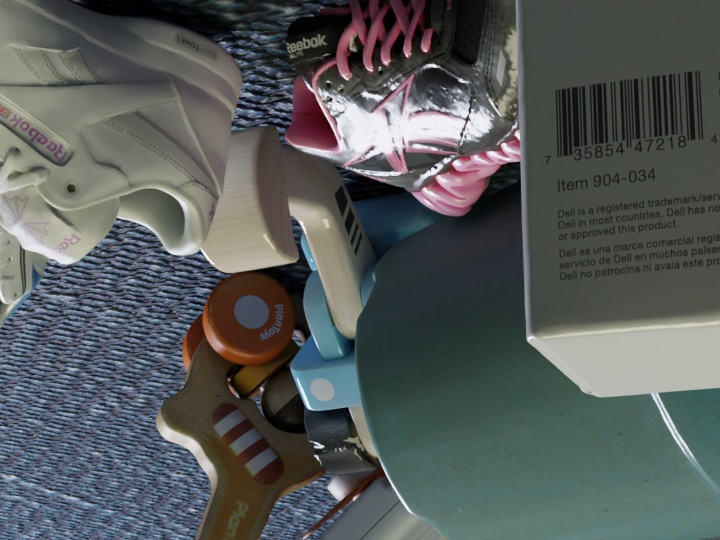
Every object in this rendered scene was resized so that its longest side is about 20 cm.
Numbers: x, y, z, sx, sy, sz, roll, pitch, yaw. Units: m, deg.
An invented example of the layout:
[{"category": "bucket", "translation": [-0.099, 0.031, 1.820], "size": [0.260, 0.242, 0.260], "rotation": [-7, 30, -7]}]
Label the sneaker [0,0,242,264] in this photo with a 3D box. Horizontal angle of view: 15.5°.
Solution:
[{"category": "sneaker", "translation": [-0.131, -0.060, 0.993], "size": [0.199, 0.100, 0.075], "rotation": [14, 160, -31]}]

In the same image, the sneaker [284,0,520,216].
[{"category": "sneaker", "translation": [0.021, -0.078, 0.993], "size": [0.095, 0.079, 0.200], "rotation": [16, 158, -9]}]

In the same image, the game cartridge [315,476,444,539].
[{"category": "game cartridge", "translation": [0.031, 0.136, 1.333], "size": [0.133, 0.042, 0.200], "rotation": [-50, 161, 21]}]

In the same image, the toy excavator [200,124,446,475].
[{"category": "toy excavator", "translation": [0.000, 0.000, 1.189], "size": [0.100, 0.200, 0.195], "rotation": [-11, -157, 28]}]

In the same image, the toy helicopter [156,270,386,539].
[{"category": "toy helicopter", "translation": [-0.046, 0.108, 1.337], "size": [0.132, 0.200, 0.079], "rotation": [24, 158, -6]}]

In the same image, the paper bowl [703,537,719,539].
[{"category": "paper bowl", "translation": [0.176, 0.149, 1.293], "size": [0.200, 0.201, 0.104], "rotation": [-5, 139, 15]}]

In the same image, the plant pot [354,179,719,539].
[{"category": "plant pot", "translation": [0.116, 0.028, 1.069], "size": [0.196, 0.201, 0.200], "rotation": [-19, 154, 37]}]

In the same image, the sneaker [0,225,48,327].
[{"category": "sneaker", "translation": [-0.168, -0.019, 1.164], "size": [0.072, 0.073, 0.200], "rotation": [4, 160, -5]}]

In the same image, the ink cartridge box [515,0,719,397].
[{"category": "ink cartridge box", "translation": [0.125, -0.072, 0.787], "size": [0.145, 0.201, 0.084], "rotation": [-5, 164, 18]}]
